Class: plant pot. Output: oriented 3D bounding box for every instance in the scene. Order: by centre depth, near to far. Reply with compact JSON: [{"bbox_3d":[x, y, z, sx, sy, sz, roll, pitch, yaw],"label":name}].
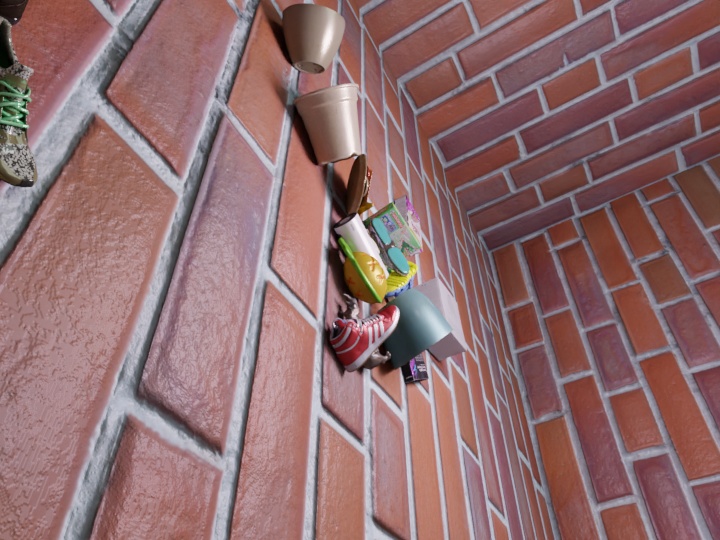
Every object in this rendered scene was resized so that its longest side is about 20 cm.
[{"bbox_3d":[0.137,0.151,1.540,0.164,0.198,0.200,58,20,9],"label":"plant pot"},{"bbox_3d":[-0.079,-0.406,1.563,0.200,0.193,0.191,-35,113,-69],"label":"plant pot"}]

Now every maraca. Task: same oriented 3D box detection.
[{"bbox_3d":[0.000,0.000,1.454,0.203,0.106,0.137,56,0,-6],"label":"maraca"}]

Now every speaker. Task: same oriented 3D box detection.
[{"bbox_3d":[0.004,-0.054,1.543,0.204,0.079,0.082,61,22,-17],"label":"speaker"}]

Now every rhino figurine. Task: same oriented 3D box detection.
[{"bbox_3d":[0.002,0.151,1.369,0.087,0.059,0.206,-29,96,-50],"label":"rhino figurine"}]

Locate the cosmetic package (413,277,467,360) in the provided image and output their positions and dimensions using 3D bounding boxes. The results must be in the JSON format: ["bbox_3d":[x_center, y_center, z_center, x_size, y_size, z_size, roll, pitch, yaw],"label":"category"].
[{"bbox_3d":[0.275,0.175,1.952,0.200,0.120,0.205,46,29,-46],"label":"cosmetic package"}]

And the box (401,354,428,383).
[{"bbox_3d":[0.148,0.240,1.692,0.142,0.035,0.207,19,51,-63],"label":"box"}]

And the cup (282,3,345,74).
[{"bbox_3d":[-0.147,-0.687,1.668,0.199,0.193,0.149,7,88,-66],"label":"cup"}]

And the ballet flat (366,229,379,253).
[{"bbox_3d":[0.036,-0.025,1.625,0.205,0.061,0.068,65,25,-10],"label":"ballet flat"}]

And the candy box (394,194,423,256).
[{"bbox_3d":[0.188,-0.177,2.159,0.137,0.059,0.204,53,26,-37],"label":"candy box"}]

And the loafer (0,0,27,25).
[{"bbox_3d":[-0.482,-0.379,0.646,0.199,0.069,0.075,23,48,-63],"label":"loafer"}]

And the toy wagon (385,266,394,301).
[{"bbox_3d":[0.095,0.041,1.743,0.204,0.039,0.156,62,21,-19],"label":"toy wagon"}]

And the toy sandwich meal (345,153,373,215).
[{"bbox_3d":[0.006,-0.243,1.629,0.068,0.208,0.210,9,47,-14],"label":"toy sandwich meal"}]

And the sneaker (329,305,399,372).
[{"bbox_3d":[0.007,0.127,1.294,0.200,0.070,0.114,-47,112,-26],"label":"sneaker"}]

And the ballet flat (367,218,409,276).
[{"bbox_3d":[0.079,-0.059,1.652,0.204,0.071,0.072,60,19,16],"label":"ballet flat"}]

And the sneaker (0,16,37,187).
[{"bbox_3d":[-0.410,-0.198,0.629,0.206,0.086,0.077,69,21,1],"label":"sneaker"}]

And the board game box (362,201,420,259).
[{"bbox_3d":[0.093,-0.107,1.747,0.201,0.132,0.030,51,13,-39],"label":"board game box"}]

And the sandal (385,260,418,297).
[{"bbox_3d":[0.114,0.045,1.647,0.198,0.078,0.090,-29,133,-52],"label":"sandal"}]
